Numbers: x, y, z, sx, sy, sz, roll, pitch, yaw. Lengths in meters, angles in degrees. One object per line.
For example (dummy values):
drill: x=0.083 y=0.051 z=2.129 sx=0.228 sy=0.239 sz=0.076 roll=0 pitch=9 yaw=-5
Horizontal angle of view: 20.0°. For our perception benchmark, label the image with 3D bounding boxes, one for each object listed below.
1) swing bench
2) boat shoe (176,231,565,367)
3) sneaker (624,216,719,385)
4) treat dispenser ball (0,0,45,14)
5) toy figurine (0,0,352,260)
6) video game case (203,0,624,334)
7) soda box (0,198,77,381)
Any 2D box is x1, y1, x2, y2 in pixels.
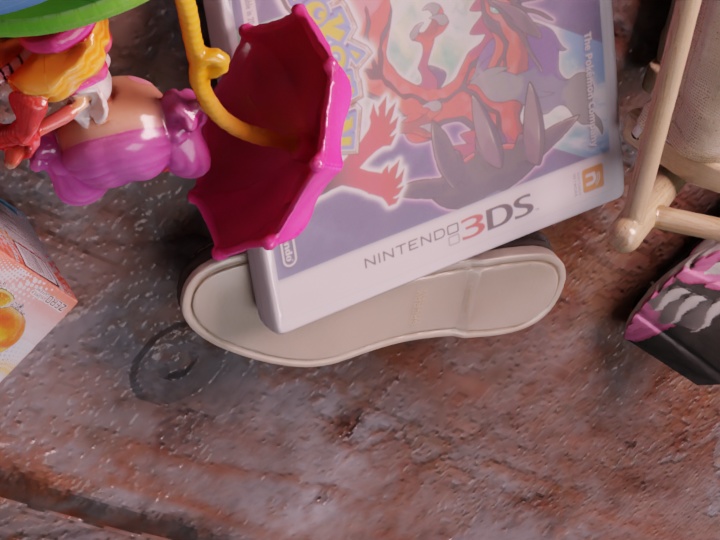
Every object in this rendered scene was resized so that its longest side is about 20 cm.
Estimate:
swing bench: x=0.194 y=-0.129 z=0.876 sx=0.129 sy=0.201 sz=0.200 roll=13 pitch=127 yaw=4
boat shoe: x=0.000 y=0.000 z=0.933 sx=0.198 sy=0.057 sz=0.067 roll=-1 pitch=124 yaw=-31
sneaker: x=0.224 y=-0.020 z=1.064 sx=0.080 sy=0.087 sz=0.200 roll=41 pitch=122 yaw=-15
treat dispenser ball: x=-0.123 y=-0.169 z=0.556 sx=0.200 sy=0.201 sz=0.202 roll=-21 pitch=137 yaw=-21
toy figurine: x=-0.084 y=-0.073 z=0.722 sx=0.198 sy=0.151 sz=0.185 roll=-16 pitch=139 yaw=9
video game case: x=0.026 y=-0.091 z=0.848 sx=0.181 sy=0.023 sz=0.202 roll=-22 pitch=123 yaw=-21
soda box: x=-0.195 y=-0.022 z=0.742 sx=0.068 sy=0.064 sz=0.200 roll=-44 pitch=140 yaw=6
